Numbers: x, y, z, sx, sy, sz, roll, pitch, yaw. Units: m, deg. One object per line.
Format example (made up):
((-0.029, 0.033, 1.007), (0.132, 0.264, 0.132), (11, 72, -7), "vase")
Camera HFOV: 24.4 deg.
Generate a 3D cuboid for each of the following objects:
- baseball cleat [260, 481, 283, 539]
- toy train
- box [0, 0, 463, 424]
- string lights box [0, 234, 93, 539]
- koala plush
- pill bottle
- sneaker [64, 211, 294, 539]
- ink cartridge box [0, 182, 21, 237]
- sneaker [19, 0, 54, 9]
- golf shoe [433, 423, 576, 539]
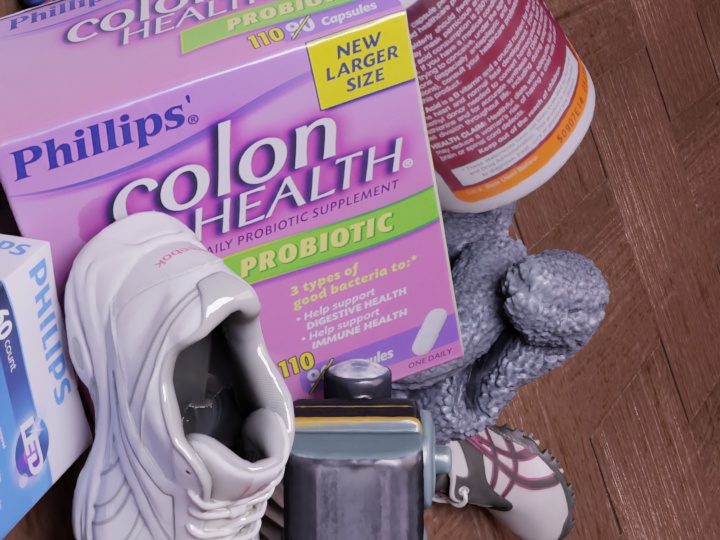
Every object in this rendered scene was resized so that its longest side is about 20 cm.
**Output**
((-0.060, 0.091, 0.908), (0.200, 0.070, 0.107), (53, 21, -43), "baseball cleat")
((-0.003, 0.143, 0.738), (0.114, 0.085, 0.200), (-80, 172, -78), "toy train")
((-0.061, -0.030, 0.749), (0.097, 0.176, 0.200), (-119, -167, -49), "box")
((-0.183, 0.076, 0.623), (0.200, 0.059, 0.103), (-50, 141, -50), "string lights box")
((0.000, 0.000, 0.957), (0.200, 0.184, 0.177), (28, 20, -40), "koala plush")
((0.026, -0.131, 0.836), (0.200, 0.114, 0.114), (49, 37, -39), "pill bottle")
((-0.066, 0.082, 0.672), (0.078, 0.099, 0.200), (-22, 119, -30), "sneaker")
((-0.188, -0.028, 0.737), (0.200, 0.048, 0.146), (79, 19, -44), "ink cartridge box")
((-0.139, -0.138, 0.869), (0.078, 0.075, 0.200), (-34, 104, -45), "sneaker")
((0.074, 0.132, 1.127), (0.200, 0.077, 0.088), (54, 54, -30), "golf shoe")
